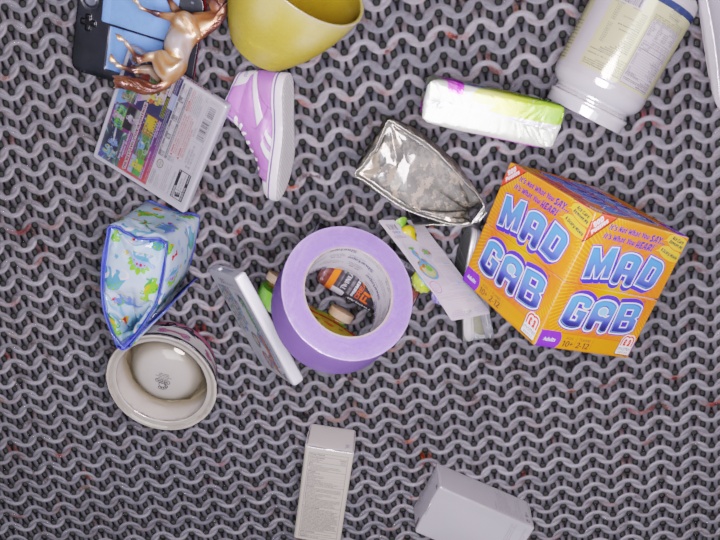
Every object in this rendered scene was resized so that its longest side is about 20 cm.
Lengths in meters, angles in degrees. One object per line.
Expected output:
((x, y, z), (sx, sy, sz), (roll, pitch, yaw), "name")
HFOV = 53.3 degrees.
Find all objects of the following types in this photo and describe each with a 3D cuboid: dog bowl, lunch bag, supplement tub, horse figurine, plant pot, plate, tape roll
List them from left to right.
((-0.345, 0.010, 1.175), (0.125, 0.170, 0.203), (17, 109, 1), "lunch bag")
((-0.292, -0.341, 1.069), (0.131, 0.050, 0.203), (26, 84, -9), "horse figurine")
((-0.344, 0.181, 1.273), (0.196, 0.074, 0.204), (1, 117, 2), "dog bowl")
((-0.114, -0.377, 1.037), (0.199, 0.201, 0.142), (39, 131, -10), "plant pot")
((-0.028, 0.044, 1.053), (0.196, 0.085, 0.204), (6, 69, -15), "tape roll")
((0.000, 0.000, 1.185), (0.198, 0.107, 0.108), (28, 108, -6), "supplement tub")
((0.095, -0.138, 1.102), (0.198, 0.164, 0.119), (32, 102, -7), "lunch bag")
((0.371, -0.317, 1.036), (0.143, 0.145, 0.202), (24, 109, -5), "supplement tub")
((0.542, -0.351, 1.028), (0.198, 0.032, 0.203), (-28, 110, -30), "plate")

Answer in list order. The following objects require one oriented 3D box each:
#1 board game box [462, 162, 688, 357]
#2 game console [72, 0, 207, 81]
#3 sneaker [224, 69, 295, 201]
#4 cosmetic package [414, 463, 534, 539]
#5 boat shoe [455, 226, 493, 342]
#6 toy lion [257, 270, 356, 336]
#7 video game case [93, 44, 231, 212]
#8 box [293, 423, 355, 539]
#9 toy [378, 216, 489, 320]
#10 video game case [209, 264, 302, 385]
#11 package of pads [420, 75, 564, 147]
((0.313, -0.015, 1.076), (0.197, 0.200, 0.203), (10, 112, -30), "board game box")
((-0.345, -0.375, 1.118), (0.196, 0.031, 0.180), (16, 109, -2), "game console")
((-0.166, -0.217, 1.148), (0.112, 0.073, 0.204), (7, 106, 12), "sneaker")
((0.209, 0.461, 1.344), (0.197, 0.081, 0.114), (26, 108, -5), "cosmetic package")
((0.196, 0.024, 1.203), (0.063, 0.075, 0.206), (-4, 110, -5), "boat shoe")
((-0.081, 0.082, 1.168), (0.198, 0.192, 0.069), (29, 94, -6), "toy lion")
((-0.321, -0.223, 1.147), (0.180, 0.023, 0.202), (31, 116, 1), "video game case")
((-0.066, 0.398, 1.338), (0.093, 0.078, 0.204), (10, 109, 0), "box")
((0.107, 0.005, 1.133), (0.047, 0.114, 0.202), (-46, 64, 32), "toy")
((-0.177, 0.086, 1.194), (0.024, 0.181, 0.202), (-32, 107, -19), "video game case")
((0.188, -0.238, 1.069), (0.196, 0.155, 0.069), (13, 107, 0), "package of pads")
